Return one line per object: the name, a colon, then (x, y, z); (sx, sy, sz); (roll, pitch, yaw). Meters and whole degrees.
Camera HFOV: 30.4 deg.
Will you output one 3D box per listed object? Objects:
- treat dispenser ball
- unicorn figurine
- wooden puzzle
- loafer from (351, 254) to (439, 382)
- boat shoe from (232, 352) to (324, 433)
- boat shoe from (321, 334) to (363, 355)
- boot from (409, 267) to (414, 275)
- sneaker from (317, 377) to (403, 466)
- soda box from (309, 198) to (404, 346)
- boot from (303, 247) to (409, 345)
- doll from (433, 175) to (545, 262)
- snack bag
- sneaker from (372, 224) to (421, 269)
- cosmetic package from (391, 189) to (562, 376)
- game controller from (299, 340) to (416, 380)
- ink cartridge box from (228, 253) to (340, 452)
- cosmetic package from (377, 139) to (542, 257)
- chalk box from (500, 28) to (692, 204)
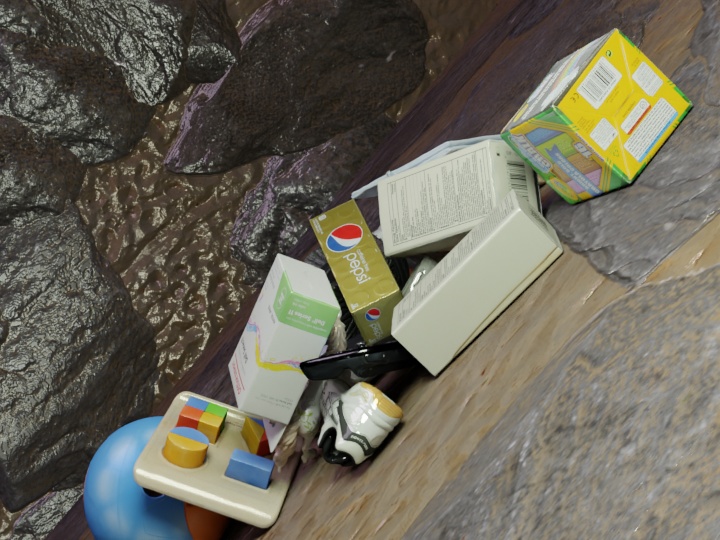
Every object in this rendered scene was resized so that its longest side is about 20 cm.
treat dispenser ball: (-0.264, 0.294, 1.739); (0.201, 0.201, 0.201); (-46, 8, 9)
unicorn figurine: (-0.048, 0.144, 1.623); (0.138, 0.073, 0.202); (87, -162, -56)
wooden puzzle: (-0.169, 0.222, 1.652); (0.200, 0.183, 0.047); (-69, -3, -64)
loafer: (0.039, 0.066, 1.690); (0.200, 0.070, 0.070); (-47, 8, 4)
boat shoe: (-0.105, 0.157, 1.760); (0.199, 0.067, 0.073); (29, 96, 49)
boat shoe: (-0.039, 0.123, 1.854); (0.199, 0.071, 0.091); (-38, 9, 13)
boot: (0.110, -0.048, 1.889); (0.201, 0.068, 0.188); (-56, 22, -16)
sneaker: (-0.022, 0.174, 1.488); (0.088, 0.075, 0.200); (-54, 7, -13)
soda box: (0.000, 0.000, 1.661); (0.067, 0.064, 0.201); (-25, 41, 0)
boot: (-0.048, 0.034, 1.799); (0.156, 0.081, 0.210); (3, 23, 42)
doll: (0.160, -0.073, 1.776); (0.200, 0.048, 0.137); (-46, 30, 23)
snack bag: (0.105, -0.137, 1.785); (0.199, 0.022, 0.187); (-25, -7, 41)
sneaker: (0.074, -0.056, 1.833); (0.081, 0.076, 0.200); (-55, 11, -7)
cosmetic package: (0.127, 0.012, 1.476); (0.200, 0.073, 0.104); (-46, 8, 14)
game controller: (0.007, 0.098, 1.515); (0.103, 0.043, 0.200); (-4, -1, 21)
ink cartridge box: (-0.100, 0.098, 1.564); (0.202, 0.067, 0.117); (-65, 20, 17)
cosmetic package: (0.120, -0.085, 1.635); (0.086, 0.105, 0.199); (2, -12, -43)
chalk box: (0.252, -0.164, 1.488); (0.125, 0.124, 0.200); (-50, 8, -14)
